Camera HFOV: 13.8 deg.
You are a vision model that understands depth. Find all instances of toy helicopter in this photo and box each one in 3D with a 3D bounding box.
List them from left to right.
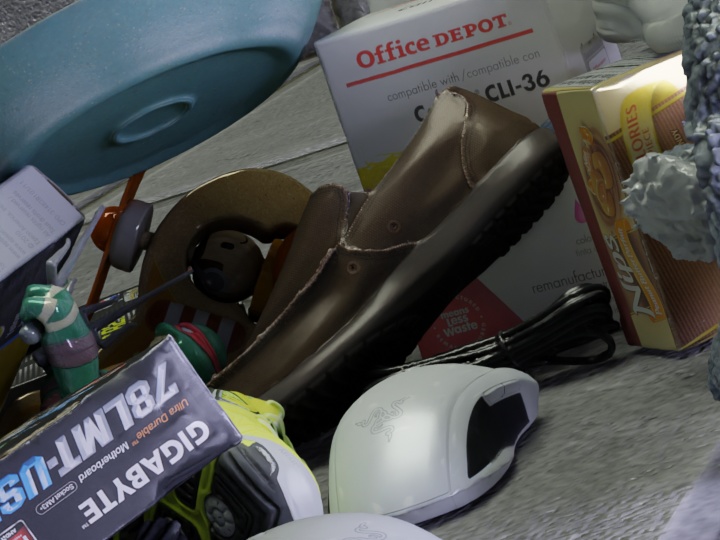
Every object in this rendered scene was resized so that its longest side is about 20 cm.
[{"bbox_3d":[-0.098,0.024,1.395,0.200,0.132,0.079,-41,-11,-19],"label":"toy helicopter"}]

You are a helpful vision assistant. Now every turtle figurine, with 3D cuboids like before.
[{"bbox_3d":[-0.128,0.060,1.266,0.200,0.101,0.150,-39,-13,-20],"label":"turtle figurine"}]

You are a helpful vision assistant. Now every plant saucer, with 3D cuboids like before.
[{"bbox_3d":[-0.099,-0.080,1.311,0.200,0.036,0.200,-25,-12,-5],"label":"plant saucer"}]

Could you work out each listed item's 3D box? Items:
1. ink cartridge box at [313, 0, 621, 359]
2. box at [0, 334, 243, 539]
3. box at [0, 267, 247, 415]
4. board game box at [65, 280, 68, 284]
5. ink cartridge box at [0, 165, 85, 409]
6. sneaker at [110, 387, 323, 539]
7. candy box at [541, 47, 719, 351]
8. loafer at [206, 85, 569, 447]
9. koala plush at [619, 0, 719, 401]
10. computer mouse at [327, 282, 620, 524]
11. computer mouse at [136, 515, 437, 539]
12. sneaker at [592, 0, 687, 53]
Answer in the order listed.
[{"bbox_3d":[0.057,-0.067,1.317,0.116,0.200,0.067,-15,9,28],"label":"ink cartridge box"},{"bbox_3d":[-0.152,0.106,1.001,0.198,0.050,0.200,-34,3,-21],"label":"box"},{"bbox_3d":[-0.134,0.049,1.541,0.160,0.044,0.200,-20,8,-2],"label":"box"},{"bbox_3d":[-0.264,0.059,1.561,0.200,0.045,0.152,-26,14,44],"label":"board game box"},{"bbox_3d":[-0.219,0.068,1.281,0.200,0.047,0.198,-42,-10,-40],"label":"ink cartridge box"},{"bbox_3d":[-0.055,0.071,1.129,0.076,0.075,0.200,-23,11,-21],"label":"sneaker"},{"bbox_3d":[0.187,-0.056,1.236,0.200,0.115,0.055,-23,8,-19],"label":"candy box"},{"bbox_3d":[0.000,0.000,1.267,0.200,0.071,0.073,-43,-18,-2],"label":"loafer"},{"bbox_3d":[0.183,-0.044,1.069,0.177,0.184,0.200,-19,-3,-1],"label":"koala plush"},{"bbox_3d":[0.034,0.051,1.157,0.110,0.044,0.200,-16,9,17],"label":"computer mouse"},{"bbox_3d":[-0.038,0.103,0.936,0.200,0.044,0.110,-12,12,44],"label":"computer mouse"},{"bbox_3d":[0.130,-0.139,1.198,0.075,0.089,0.200,-20,9,-15],"label":"sneaker"}]
